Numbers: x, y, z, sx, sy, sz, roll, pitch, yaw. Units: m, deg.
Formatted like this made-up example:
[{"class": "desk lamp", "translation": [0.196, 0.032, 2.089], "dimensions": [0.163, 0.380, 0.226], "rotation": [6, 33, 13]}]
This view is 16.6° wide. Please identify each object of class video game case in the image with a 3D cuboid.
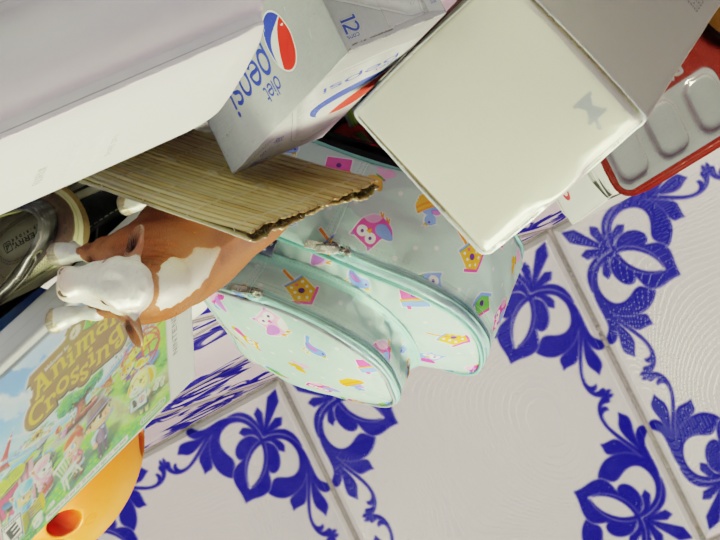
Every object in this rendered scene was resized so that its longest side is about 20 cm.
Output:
[{"class": "video game case", "translation": [-0.174, 0.067, 1.547], "dimensions": [0.200, 0.022, 0.183], "rotation": [-45, 153, -33]}]

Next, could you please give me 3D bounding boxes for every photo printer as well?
[{"class": "photo printer", "translation": [-0.151, -0.077, 1.115], "dimensions": [0.199, 0.070, 0.166], "rotation": [-25, 174, -18]}]

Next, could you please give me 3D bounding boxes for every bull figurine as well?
[{"class": "bull figurine", "translation": [-0.117, -0.010, 1.428], "dimensions": [0.121, 0.066, 0.200], "rotation": [-5, -162, 41]}]

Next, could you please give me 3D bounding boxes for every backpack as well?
[{"class": "backpack", "translation": [0.000, 0.000, 1.596], "dimensions": [0.199, 0.154, 0.176], "rotation": [10, 159, 16]}]

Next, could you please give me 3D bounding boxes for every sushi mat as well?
[{"class": "sushi mat", "translation": [-0.086, -0.052, 1.400], "dimensions": [0.095, 0.012, 0.199], "rotation": [-20, -155, -36]}]

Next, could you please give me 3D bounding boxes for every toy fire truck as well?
[{"class": "toy fire truck", "translation": [0.199, -0.156, 1.500], "dimensions": [0.200, 0.169, 0.112], "rotation": [-31, 173, 41]}]

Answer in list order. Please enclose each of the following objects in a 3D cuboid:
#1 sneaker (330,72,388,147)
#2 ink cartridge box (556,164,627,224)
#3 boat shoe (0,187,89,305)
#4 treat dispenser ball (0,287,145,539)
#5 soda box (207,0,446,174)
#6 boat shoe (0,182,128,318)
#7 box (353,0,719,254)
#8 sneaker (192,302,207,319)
[{"class": "sneaker", "translation": [0.024, -0.094, 1.633], "dimensions": [0.077, 0.085, 0.200], "rotation": [-35, 177, -13]}, {"class": "ink cartridge box", "translation": [0.179, -0.134, 1.729], "dimensions": [0.084, 0.145, 0.200], "rotation": [-25, 175, -19]}, {"class": "boat shoe", "translation": [-0.256, 0.012, 1.484], "dimensions": [0.200, 0.073, 0.065], "rotation": [-38, 167, 13]}, {"class": "treat dispenser ball", "translation": [-0.246, 0.109, 1.695], "dimensions": [0.200, 0.202, 0.201], "rotation": [-26, 174, -3]}, {"class": "soda box", "translation": [-0.028, -0.119, 1.308], "dimensions": [0.063, 0.069, 0.200], "rotation": [-24, 173, -25]}, {"class": "boat shoe", "translation": [-0.190, -0.013, 1.566], "dimensions": [0.199, 0.063, 0.075], "rotation": [-28, 173, -5]}, {"class": "box", "translation": [0.101, -0.119, 1.350], "dimensions": [0.128, 0.109, 0.200], "rotation": [-41, -175, 31]}, {"class": "sneaker", "translation": [-0.078, -0.029, 1.826], "dimensions": [0.146, 0.081, 0.200], "rotation": [-18, 165, -33]}]
